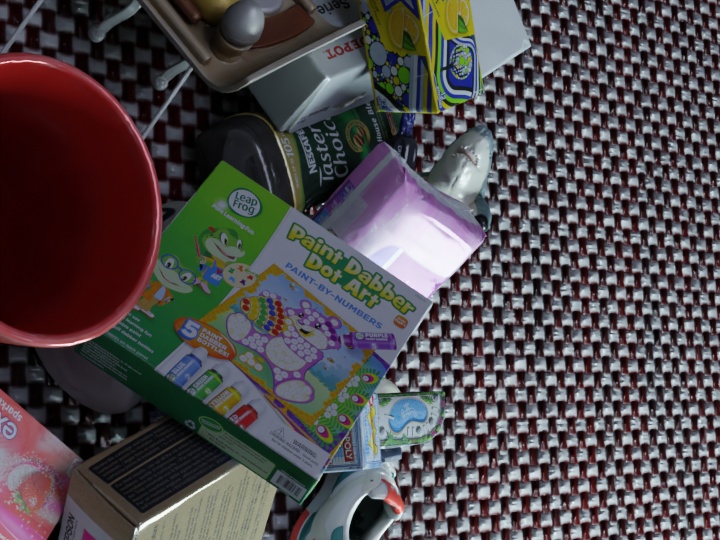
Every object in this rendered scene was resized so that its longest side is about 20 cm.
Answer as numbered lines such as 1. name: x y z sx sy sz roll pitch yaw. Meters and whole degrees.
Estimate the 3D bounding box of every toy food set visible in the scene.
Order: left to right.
1. toy food set: -0.104 -0.238 1.333 0.200 0.060 0.143 51 48 5

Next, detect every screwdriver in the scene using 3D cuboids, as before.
1. screwdriver: 0.046 -0.155 1.504 0.028 0.029 0.200 6 97 -49

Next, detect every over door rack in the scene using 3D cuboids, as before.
1. over door rack: -0.211 -0.166 1.364 0.148 0.067 0.200 37 74 -28

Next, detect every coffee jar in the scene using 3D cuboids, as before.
1. coffee jar: -0.049 -0.100 1.500 0.200 0.085 0.104 -25 103 -43

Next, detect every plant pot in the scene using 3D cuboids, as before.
1. plant pot: -0.268 -0.039 1.211 0.200 0.177 0.201 7 80 -43

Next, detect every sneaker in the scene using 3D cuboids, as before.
1. sneaker: 0.012 0.184 1.518 0.070 0.093 0.200 44 57 -32

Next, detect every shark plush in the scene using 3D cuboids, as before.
1. shark plush: 0.103 -0.081 1.594 0.083 0.091 0.200 -65 163 -1

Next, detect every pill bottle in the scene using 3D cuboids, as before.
1. pill bottle: -0.154 0.015 1.364 0.200 0.111 0.111 -41 113 -39

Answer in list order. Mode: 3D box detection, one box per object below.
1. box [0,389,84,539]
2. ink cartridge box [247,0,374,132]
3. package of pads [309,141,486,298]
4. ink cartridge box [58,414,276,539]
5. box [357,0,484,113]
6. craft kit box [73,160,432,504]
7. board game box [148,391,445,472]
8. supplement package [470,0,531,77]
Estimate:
1. box: -0.304 0.121 1.213 0.200 0.095 0.103 48 55 -29
2. ink cartridge box: -0.056 -0.232 1.461 0.147 0.083 0.200 -28 79 -44
3. package of pads: 0.000 0.000 1.475 0.200 0.076 0.120 -47 127 10
4. ink cartridge box: -0.147 0.201 1.298 0.165 0.075 0.200 -27 146 -43
5. box: 0.040 -0.230 1.384 0.064 0.070 0.200 -28 115 -42
6. craft kit box: -0.074 0.041 1.281 0.200 0.049 0.198 33 47 1
7. board game box: -0.032 0.133 1.407 0.200 0.200 0.062 1 83 -44
8. supplement package: 0.039 -0.259 1.589 0.156 0.111 0.200 -35 108 -40
